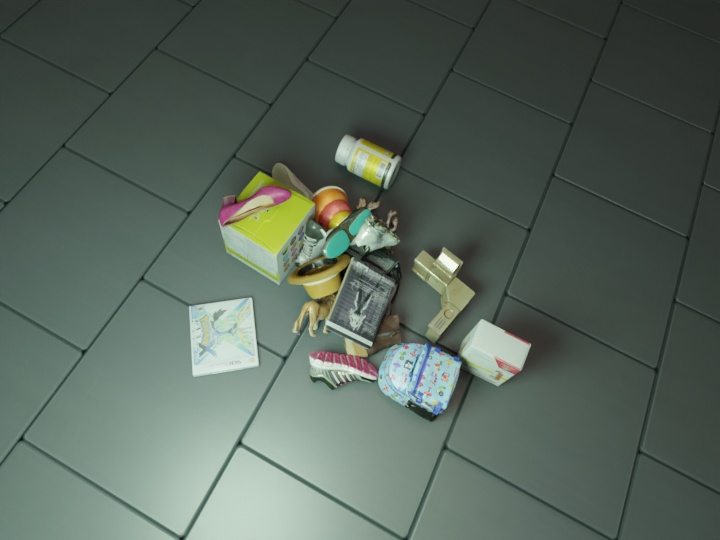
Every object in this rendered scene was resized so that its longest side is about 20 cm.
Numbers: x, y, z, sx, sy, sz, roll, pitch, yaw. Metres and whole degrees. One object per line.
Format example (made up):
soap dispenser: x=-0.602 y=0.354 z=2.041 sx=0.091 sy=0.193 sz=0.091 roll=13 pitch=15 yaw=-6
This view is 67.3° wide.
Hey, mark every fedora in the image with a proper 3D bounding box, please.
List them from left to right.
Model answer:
fedora: x=-0.105 y=0.022 z=1.481 sx=0.197 sy=0.200 sz=0.083 roll=-23 pitch=107 yaw=-15

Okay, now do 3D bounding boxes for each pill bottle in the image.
pill bottle: x=0.025 y=-0.357 z=1.760 sx=0.197 sy=0.115 sz=0.115 roll=27 pitch=65 yaw=7

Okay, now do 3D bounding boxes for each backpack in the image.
backpack: x=0.153 y=0.279 z=1.459 sx=0.197 sy=0.135 sz=0.184 roll=27 pitch=66 yaw=6

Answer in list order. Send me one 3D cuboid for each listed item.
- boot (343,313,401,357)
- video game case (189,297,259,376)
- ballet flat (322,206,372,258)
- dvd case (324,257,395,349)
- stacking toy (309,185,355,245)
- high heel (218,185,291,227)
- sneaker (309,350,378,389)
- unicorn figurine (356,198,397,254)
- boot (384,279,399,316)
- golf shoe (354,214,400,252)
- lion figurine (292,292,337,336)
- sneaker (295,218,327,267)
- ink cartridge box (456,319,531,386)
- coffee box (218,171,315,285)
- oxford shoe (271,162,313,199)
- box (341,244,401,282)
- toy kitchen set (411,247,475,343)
boot: x=0.025 y=0.140 z=1.506 sx=0.163 sy=0.072 sz=0.204 roll=-15 pitch=110 yaw=-13
video game case: x=-0.383 y=0.183 z=1.516 sx=0.178 sy=0.022 sz=0.204 roll=-7 pitch=66 yaw=-9
ballet flat: x=-0.047 y=-0.103 z=1.503 sx=0.068 sy=0.069 sz=0.200 roll=13 pitch=48 yaw=47
dvd case: x=0.001 y=0.089 z=1.450 sx=0.147 sy=0.016 sz=0.203 roll=28 pitch=76 yaw=-24
stacking toy: x=-0.064 y=-0.145 z=1.603 sx=0.144 sy=0.148 sz=0.200 roll=-25 pitch=46 yaw=-16
high heel: x=-0.279 y=-0.164 z=1.443 sx=0.196 sy=0.068 sz=0.098 roll=-12 pitch=53 yaw=7
sneaker: x=-0.052 y=0.282 z=1.472 sx=0.196 sy=0.089 sz=0.074 roll=13 pitch=21 yaw=-12
unicorn figurine: x=0.059 y=-0.134 z=1.689 sx=0.198 sy=0.074 sz=0.139 roll=27 pitch=74 yaw=23
boot: x=0.041 y=0.062 z=1.594 sx=0.128 sy=0.068 sz=0.203 roll=15 pitch=63 yaw=8
golf shoe: x=0.043 y=-0.094 z=1.539 sx=0.097 sy=0.199 sz=0.079 roll=-47 pitch=64 yaw=12
lion figurine: x=-0.119 y=0.113 z=1.503 sx=0.071 sy=0.200 sz=0.125 roll=17 pitch=96 yaw=15
sneaker: x=-0.146 y=-0.060 z=1.561 sx=0.075 sy=0.201 sz=0.116 roll=37 pitch=74 yaw=18
ink cartridge box: x=0.352 y=0.229 z=1.468 sx=0.143 sy=0.201 sz=0.084 roll=25 pitch=67 yaw=7
coffee box: x=-0.264 y=-0.121 z=1.574 sx=0.198 sy=0.199 sz=0.201 roll=30 pitch=65 yaw=9
oxford shoe: x=-0.215 y=-0.268 z=1.730 sx=0.200 sy=0.076 sz=0.057 roll=46 pitch=27 yaw=24
box: x=0.000 y=0.000 z=1.575 sx=0.198 sy=0.080 sz=0.141 roll=31 pitch=62 yaw=33
toy kitchen set: x=0.207 y=0.056 z=1.555 sx=0.199 sy=0.164 sz=0.180 roll=40 pitch=67 yaw=14
